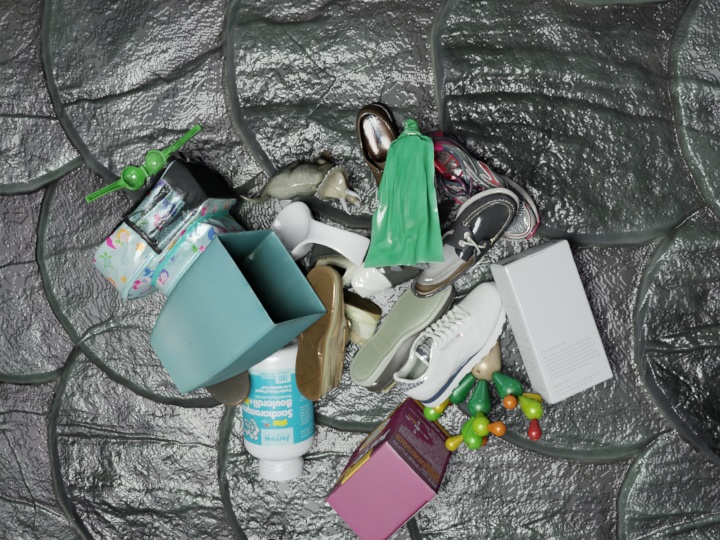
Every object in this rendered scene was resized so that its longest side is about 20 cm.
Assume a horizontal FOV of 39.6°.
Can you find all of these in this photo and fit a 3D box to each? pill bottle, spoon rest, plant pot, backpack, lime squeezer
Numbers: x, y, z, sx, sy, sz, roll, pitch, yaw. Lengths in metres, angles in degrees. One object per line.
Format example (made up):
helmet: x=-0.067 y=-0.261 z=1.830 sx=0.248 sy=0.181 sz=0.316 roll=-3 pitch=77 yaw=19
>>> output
pill bottle: x=-0.123 y=0.205 z=1.491 sx=0.108 sy=0.111 sz=0.205 roll=0 pitch=102 yaw=13
spoon rest: x=-0.074 y=-0.048 z=1.410 sx=0.198 sy=0.060 sz=0.101 roll=10 pitch=73 yaw=48
plant pot: x=-0.179 y=0.066 z=1.349 sx=0.200 sy=0.141 sz=0.142 roll=-42 pitch=76 yaw=25
backpack: x=-0.266 y=-0.043 z=1.387 sx=0.199 sy=0.177 sz=0.151 roll=-40 pitch=88 yaw=9
lime squeezer: x=-0.323 y=-0.158 z=1.491 sx=0.198 sy=0.071 sz=0.038 roll=-35 pitch=75 yaw=-12

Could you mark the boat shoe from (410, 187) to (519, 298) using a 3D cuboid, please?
boat shoe: x=0.137 y=-0.034 z=1.354 sx=0.074 sy=0.061 sz=0.199 roll=39 pitch=125 yaw=-20

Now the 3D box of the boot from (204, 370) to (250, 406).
boot: x=-0.209 y=0.137 z=1.477 sx=0.073 sy=0.076 sz=0.200 roll=-38 pitch=48 yaw=-8

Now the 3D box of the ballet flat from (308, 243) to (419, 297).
ballet flat: x=0.000 y=0.000 z=1.401 sx=0.198 sy=0.068 sz=0.069 roll=13 pitch=64 yaw=47

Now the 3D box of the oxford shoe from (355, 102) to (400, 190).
oxford shoe: x=0.044 y=-0.134 z=1.394 sx=0.072 sy=0.084 sz=0.202 roll=-28 pitch=95 yaw=16

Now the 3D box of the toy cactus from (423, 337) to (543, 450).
toy cactus: x=0.180 y=0.172 z=1.414 sx=0.198 sy=0.101 sz=0.169 roll=-13 pitch=63 yaw=51

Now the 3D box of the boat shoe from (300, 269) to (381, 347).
boat shoe: x=-0.068 y=0.050 z=1.468 sx=0.197 sy=0.073 sz=0.064 roll=21 pitch=109 yaw=-1

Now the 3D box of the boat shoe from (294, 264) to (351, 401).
boat shoe: x=-0.050 y=0.082 z=1.412 sx=0.071 sy=0.064 sz=0.204 roll=26 pitch=119 yaw=34

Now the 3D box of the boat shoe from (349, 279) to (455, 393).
boat shoe: x=0.069 y=0.092 z=1.448 sx=0.202 sy=0.072 sz=0.060 roll=-48 pitch=133 yaw=7

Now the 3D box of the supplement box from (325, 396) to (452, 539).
supplement box: x=0.047 y=0.282 z=1.419 sx=0.103 sy=0.200 sz=0.131 roll=46 pitch=107 yaw=0

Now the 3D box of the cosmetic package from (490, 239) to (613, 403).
cosmetic package: x=0.262 y=0.069 z=1.373 sx=0.100 sy=0.074 sz=0.204 roll=-20 pitch=95 yaw=-10

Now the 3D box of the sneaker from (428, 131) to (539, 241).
sneaker: x=0.157 y=-0.108 z=1.376 sx=0.199 sy=0.075 sz=0.081 roll=37 pitch=107 yaw=3

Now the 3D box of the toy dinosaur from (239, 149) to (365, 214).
toy dinosaur: x=-0.084 y=-0.129 z=1.416 sx=0.195 sy=0.102 sz=0.079 roll=3 pitch=102 yaw=12

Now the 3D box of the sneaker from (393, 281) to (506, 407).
sneaker: x=0.128 y=0.096 z=1.399 sx=0.080 sy=0.076 sz=0.202 roll=35 pitch=90 yaw=-36

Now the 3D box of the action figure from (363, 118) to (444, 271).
action figure: x=0.065 y=-0.103 z=1.319 sx=0.116 sy=0.055 sz=0.205 roll=-2 pitch=78 yaw=24
